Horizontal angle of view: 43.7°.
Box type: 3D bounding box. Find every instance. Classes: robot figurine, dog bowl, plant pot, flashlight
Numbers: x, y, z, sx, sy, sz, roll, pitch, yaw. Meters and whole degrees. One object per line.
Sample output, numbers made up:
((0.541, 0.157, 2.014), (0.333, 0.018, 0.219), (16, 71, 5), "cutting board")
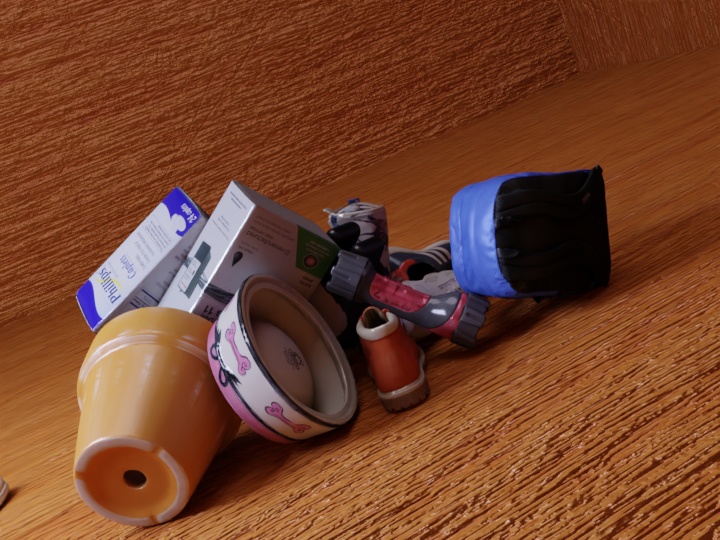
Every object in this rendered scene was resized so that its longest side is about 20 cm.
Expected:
((-0.038, 0.037, 1.223), (0.123, 0.202, 0.151), (9, 28, -27), "robot figurine")
((-0.093, 0.107, 1.032), (0.073, 0.201, 0.200), (-36, 7, 20), "dog bowl")
((-0.235, 0.175, 1.010), (0.198, 0.202, 0.184), (-18, 28, 13), "plant pot")
((0.059, 0.031, 1.112), (0.068, 0.198, 0.069), (98, -164, -83), "flashlight")

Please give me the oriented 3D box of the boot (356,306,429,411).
((0.033, 0.086, 1.093), (0.074, 0.108, 0.200), (-24, 10, -1), "boot")

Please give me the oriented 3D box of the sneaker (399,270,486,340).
((0.113, 0.035, 1.227), (0.098, 0.076, 0.200), (-13, 10, 28), "sneaker")

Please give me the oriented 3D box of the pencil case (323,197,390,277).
((0.000, 0.000, 1.311), (0.088, 0.203, 0.078), (4, 19, 26), "pencil case")

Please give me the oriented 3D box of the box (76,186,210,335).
((-0.239, 0.030, 1.195), (0.200, 0.184, 0.105), (-46, 42, -2), "box")

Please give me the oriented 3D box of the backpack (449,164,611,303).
((0.201, -0.037, 1.141), (0.198, 0.165, 0.167), (-8, -2, -38), "backpack")

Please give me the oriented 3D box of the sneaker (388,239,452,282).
((0.115, 0.006, 1.394), (0.198, 0.076, 0.084), (-9, 38, -36), "sneaker")

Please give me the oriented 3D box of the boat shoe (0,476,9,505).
((-0.539, 0.312, 1.166), (0.073, 0.070, 0.200), (-16, 13, 22), "boat shoe")

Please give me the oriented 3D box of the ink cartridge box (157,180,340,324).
((-0.142, 0.014, 1.122), (0.201, 0.146, 0.083), (-58, 38, 9), "ink cartridge box")
